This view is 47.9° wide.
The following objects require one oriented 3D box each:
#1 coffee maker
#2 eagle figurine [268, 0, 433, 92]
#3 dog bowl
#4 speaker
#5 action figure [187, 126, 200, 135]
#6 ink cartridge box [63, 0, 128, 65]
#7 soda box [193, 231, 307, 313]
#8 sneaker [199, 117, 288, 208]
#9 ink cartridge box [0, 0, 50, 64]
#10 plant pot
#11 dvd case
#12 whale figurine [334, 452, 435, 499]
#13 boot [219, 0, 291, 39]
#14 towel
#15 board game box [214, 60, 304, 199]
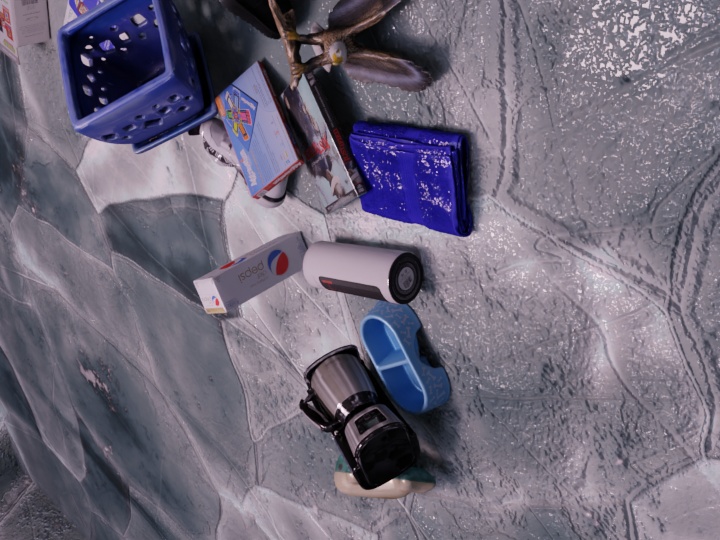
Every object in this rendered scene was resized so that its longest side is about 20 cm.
[{"bbox_3d":[0.012,0.252,1.357,0.192,0.135,0.200,39,-170,-47],"label":"coffee maker"},{"bbox_3d":[-0.007,-0.304,1.074,0.152,0.198,0.153,59,-157,-62],"label":"eagle figurine"},{"bbox_3d":[0.067,0.143,1.317,0.111,0.049,0.202,-23,94,52],"label":"dog bowl"},{"bbox_3d":[0.000,0.000,1.279,0.199,0.081,0.082,10,120,45],"label":"speaker"},{"bbox_3d":[-0.356,-0.324,1.490,0.200,0.069,0.131,42,146,28],"label":"action figure"},{"bbox_3d":[-0.508,-0.458,1.593,0.201,0.047,0.198,52,140,8],"label":"ink cartridge box"},{"bbox_3d":[-0.181,0.003,1.385,0.068,0.199,0.064,-7,108,50],"label":"soda box"},{"bbox_3d":[-0.186,-0.209,1.364,0.200,0.075,0.115,47,139,10],"label":"sneaker"},{"bbox_3d":[-0.773,-0.579,1.781,0.200,0.084,0.177,39,137,26],"label":"ink cartridge box"},{"bbox_3d":[-0.353,-0.317,1.329,0.198,0.180,0.202,-23,69,14],"label":"plant pot"},{"bbox_3d":[-0.061,-0.193,1.234,0.202,0.022,0.146,65,159,-3],"label":"dvd case"},{"bbox_3d":[0.042,0.346,1.422,0.199,0.158,0.105,-15,64,50],"label":"whale figurine"},{"bbox_3d":[-0.092,-0.404,1.112,0.167,0.200,0.077,-29,83,18],"label":"boot"},{"bbox_3d":[0.067,-0.130,1.144,0.199,0.049,0.149,18,125,41],"label":"towel"},{"bbox_3d":[-0.162,-0.223,1.281,0.103,0.019,0.202,-33,65,23],"label":"board game box"}]
